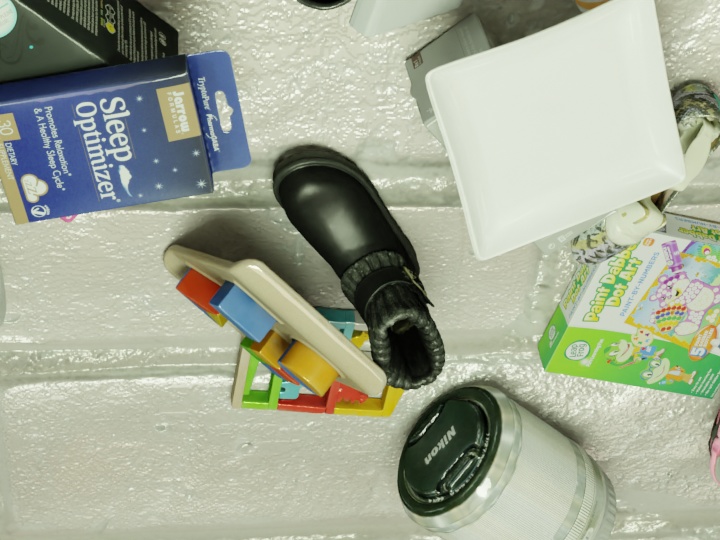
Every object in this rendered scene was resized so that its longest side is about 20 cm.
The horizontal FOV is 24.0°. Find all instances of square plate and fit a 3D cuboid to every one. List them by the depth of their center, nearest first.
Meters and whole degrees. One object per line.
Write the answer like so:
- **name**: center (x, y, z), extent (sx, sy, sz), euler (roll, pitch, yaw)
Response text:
- **square plate**: center (0.165, -0.123, 1.420), extent (0.199, 0.028, 0.199), euler (-21, 126, -3)

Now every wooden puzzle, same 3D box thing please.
- **wooden puzzle**: center (-0.089, 0.053, 1.559), extent (0.185, 0.200, 0.046), euler (43, 74, -23)

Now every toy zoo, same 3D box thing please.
- **toy zoo**: center (-0.025, 0.094, 1.717), extent (0.199, 0.021, 0.132), euler (5, 130, -11)

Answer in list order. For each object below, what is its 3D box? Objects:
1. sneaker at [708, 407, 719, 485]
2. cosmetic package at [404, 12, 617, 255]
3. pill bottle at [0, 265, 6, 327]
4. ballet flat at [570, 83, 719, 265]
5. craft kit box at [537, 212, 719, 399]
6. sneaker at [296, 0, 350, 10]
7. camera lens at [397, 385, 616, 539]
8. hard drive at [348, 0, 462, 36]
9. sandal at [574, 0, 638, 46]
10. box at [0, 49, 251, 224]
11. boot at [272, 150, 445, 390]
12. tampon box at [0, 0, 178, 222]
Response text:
- **sneaker**: center (0.413, 0.127, 1.775), extent (0.079, 0.095, 0.201), euler (21, 102, -2)
- **cosmetic package**: center (0.132, -0.119, 1.499), extent (0.090, 0.107, 0.200), euler (-32, 129, 15)
- **pill bottle**: center (-0.433, 0.022, 1.539), extent (0.199, 0.111, 0.111), euler (-12, 131, 3)
- **ballet flat**: center (0.265, -0.078, 1.545), extent (0.072, 0.072, 0.201), euler (27, 107, -28)
- **craft kit box**: center (0.305, 0.034, 1.698), extent (0.197, 0.049, 0.201), euler (11, 128, -14)
- **sneaker**: center (-0.074, -0.276, 1.338), extent (0.199, 0.099, 0.071), euler (23, 126, -23)
- **camera lens**: center (0.150, 0.225, 1.762), extent (0.160, 0.160, 0.200), euler (-39, 125, 24)
- **hard drive**: center (0.068, -0.287, 1.347), extent (0.132, 0.027, 0.201), euler (-26, 147, -45)
- **sandal**: center (0.187, -0.277, 1.394), extent (0.059, 0.079, 0.207), euler (-12, 123, 5)
- **box**: center (-0.192, -0.106, 1.346), extent (0.199, 0.032, 0.122), euler (-10, 131, -1)
- **boot**: center (0.002, -0.001, 1.547), extent (0.079, 0.158, 0.211), euler (-32, 128, 19)
- **tampon box**: center (-0.269, -0.169, 1.385), extent (0.200, 0.127, 0.150), euler (34, 119, -31)
